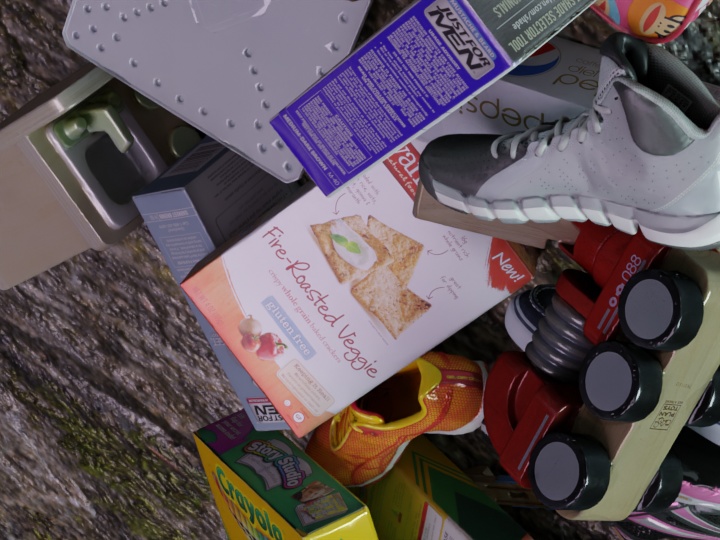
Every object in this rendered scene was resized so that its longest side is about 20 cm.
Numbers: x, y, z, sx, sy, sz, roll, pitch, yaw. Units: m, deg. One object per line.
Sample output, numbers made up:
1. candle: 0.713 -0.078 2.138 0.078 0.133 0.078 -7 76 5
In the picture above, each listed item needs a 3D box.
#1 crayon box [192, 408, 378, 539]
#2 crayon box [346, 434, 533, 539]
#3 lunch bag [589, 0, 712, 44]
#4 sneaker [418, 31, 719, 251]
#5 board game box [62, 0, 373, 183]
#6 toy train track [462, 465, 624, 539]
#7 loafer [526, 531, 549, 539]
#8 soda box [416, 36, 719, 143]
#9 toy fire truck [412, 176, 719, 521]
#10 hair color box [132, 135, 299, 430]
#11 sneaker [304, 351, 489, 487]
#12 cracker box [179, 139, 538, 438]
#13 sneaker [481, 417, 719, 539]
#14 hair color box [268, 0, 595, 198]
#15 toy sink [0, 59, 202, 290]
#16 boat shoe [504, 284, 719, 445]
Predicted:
1. crayon box: -0.041 0.214 1.524 0.200 0.058 0.173 33 144 58
2. crayon box: 0.043 0.201 1.524 0.200 0.051 0.127 41 128 48
3. lunch bag: 0.150 -0.238 1.111 0.176 0.082 0.200 41 140 7
4. sneaker: 0.124 -0.085 1.174 0.200 0.075 0.116 9 127 23
5. board game box: -0.083 -0.189 1.348 0.200 0.026 0.200 32 118 17
6. toy train track: 0.149 0.150 1.474 0.200 0.033 0.115 -4 128 49
7. loafer: 0.153 0.244 1.508 0.200 0.076 0.067 11 148 44
8. soda box: 0.126 -0.094 1.265 0.200 0.064 0.068 21 134 28
9. toy fire truck: 0.118 0.031 1.267 0.200 0.129 0.176 45 116 40
10. hair color box: -0.071 0.005 1.488 0.061 0.099 0.200 -7 117 44
11. sneaker: 0.011 0.099 1.470 0.077 0.073 0.200 14 148 -30
12. cracker box: 0.000 0.000 1.381 0.200 0.058 0.134 -36 98 16
13. sneaker: 0.166 0.137 1.357 0.200 0.080 0.086 20 132 32
14. hair color box: 0.044 -0.123 1.169 0.065 0.109 0.200 53 143 -5
15. toy sink: -0.197 -0.080 1.505 0.200 0.130 0.112 -23 106 47
16. boat shoe: 0.189 0.035 1.320 0.200 0.071 0.091 24 127 21
